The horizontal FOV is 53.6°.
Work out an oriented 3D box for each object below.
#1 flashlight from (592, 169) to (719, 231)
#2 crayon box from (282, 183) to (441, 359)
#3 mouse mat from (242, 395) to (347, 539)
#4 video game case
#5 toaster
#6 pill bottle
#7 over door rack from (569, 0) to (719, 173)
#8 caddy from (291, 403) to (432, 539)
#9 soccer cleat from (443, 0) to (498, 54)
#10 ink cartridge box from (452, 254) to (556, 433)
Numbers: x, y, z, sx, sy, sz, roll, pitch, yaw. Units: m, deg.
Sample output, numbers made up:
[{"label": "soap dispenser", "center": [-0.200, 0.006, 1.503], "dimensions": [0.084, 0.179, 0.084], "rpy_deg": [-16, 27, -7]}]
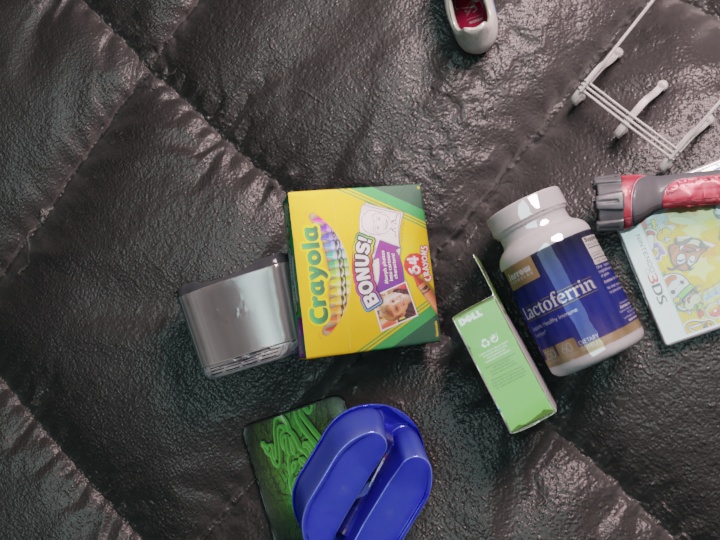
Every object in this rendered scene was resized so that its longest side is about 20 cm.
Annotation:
[{"label": "flashlight", "center": [0.365, -0.083, 0.798], "dimensions": [0.199, 0.068, 0.068], "rpy_deg": [-3, 86, 17]}, {"label": "crayon box", "center": [0.000, 0.000, 0.887], "dimensions": [0.171, 0.058, 0.202], "rpy_deg": [-6, 85, -17]}, {"label": "mouse mat", "center": [-0.065, 0.284, 0.961], "dimensions": [0.160, 0.008, 0.201], "rpy_deg": [-21, 81, 14]}, {"label": "video game case", "center": [0.416, -0.031, 0.827], "dimensions": [0.199, 0.023, 0.183], "rpy_deg": [-22, 82, 14]}, {"label": "toaster", "center": [-0.151, 0.063, 0.941], "dimensions": [0.199, 0.114, 0.130], "rpy_deg": [-18, 85, 12]}, {"label": "pill bottle", "center": [0.232, 0.011, 0.831], "dimensions": [0.115, 0.116, 0.201], "rpy_deg": [-27, 80, 13]}, {"label": "over door rack", "center": [0.363, -0.236, 0.820], "dimensions": [0.148, 0.067, 0.200], "rpy_deg": [42, 120, 14]}, {"label": "caddy", "center": [0.001, 0.266, 0.889], "dimensions": [0.141, 0.105, 0.201], "rpy_deg": [31, 92, -11]}, {"label": "soccer cleat", "center": [0.128, -0.373, 0.892], "dimensions": [0.069, 0.086, 0.201], "rpy_deg": [-18, 83, 15]}, {"label": "ink cartridge box", "center": [0.161, 0.085, 0.854], "dimensions": [0.059, 0.104, 0.201], "rpy_deg": [-28, 80, 12]}]
